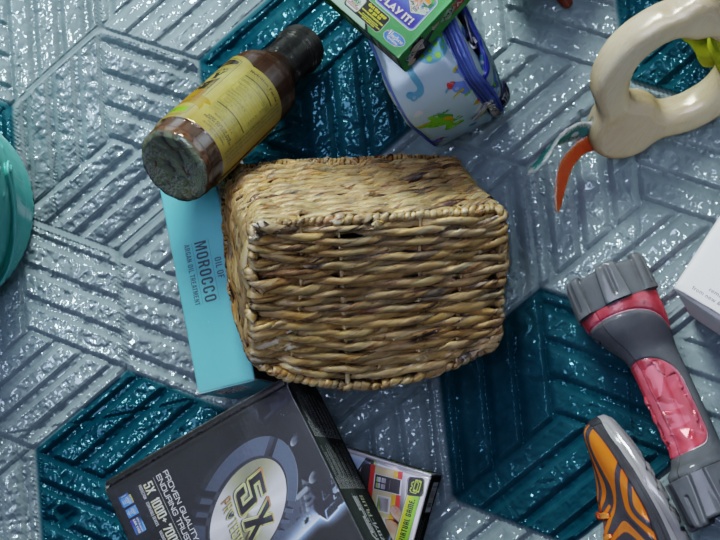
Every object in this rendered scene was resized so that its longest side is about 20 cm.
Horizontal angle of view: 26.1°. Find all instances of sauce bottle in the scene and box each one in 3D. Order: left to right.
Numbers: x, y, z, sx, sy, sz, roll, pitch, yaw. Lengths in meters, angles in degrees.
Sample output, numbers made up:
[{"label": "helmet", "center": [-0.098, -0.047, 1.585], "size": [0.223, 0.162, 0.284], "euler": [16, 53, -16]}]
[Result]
[{"label": "sauce bottle", "center": [-0.092, -0.127, 1.194], "size": [0.064, 0.200, 0.065], "euler": [16, 129, 21]}]

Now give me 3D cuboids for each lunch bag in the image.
[{"label": "lunch bag", "center": [0.037, -0.200, 1.174], "size": [0.082, 0.161, 0.201], "euler": [-26, 76, 10]}]

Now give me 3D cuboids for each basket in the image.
[{"label": "basket", "center": [0.000, 0.000, 1.168], "size": [0.199, 0.149, 0.144], "euler": [-5, 111, -12]}]

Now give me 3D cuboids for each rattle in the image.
[{"label": "rattle", "center": [0.195, -0.159, 1.177], "size": [0.200, 0.130, 0.143], "euler": [-43, 61, 33]}]

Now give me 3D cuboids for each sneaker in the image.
[{"label": "sneaker", "center": [0.184, 0.212, 1.122], "size": [0.112, 0.078, 0.201], "euler": [-27, 77, 9]}]

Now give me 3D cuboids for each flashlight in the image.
[{"label": "flashlight", "center": [0.217, 0.089, 1.133], "size": [0.067, 0.068, 0.201], "euler": [-22, 75, 0]}]

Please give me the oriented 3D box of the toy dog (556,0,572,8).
[{"label": "toy dog", "center": [0.172, -0.275, 1.179], "size": [0.200, 0.096, 0.132], "euler": [-34, 32, 37]}]

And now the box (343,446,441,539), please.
[{"label": "box", "center": [-0.018, 0.239, 1.195], "size": [0.109, 0.035, 0.201], "euler": [14, 86, 17]}]

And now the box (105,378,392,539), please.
[{"label": "box", "center": [-0.069, 0.207, 1.149], "size": [0.163, 0.086, 0.201], "euler": [-29, 76, 9]}]

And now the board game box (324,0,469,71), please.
[{"label": "board game box", "center": [0.004, -0.254, 1.097], "size": [0.200, 0.029, 0.135], "euler": [43, 90, 17]}]

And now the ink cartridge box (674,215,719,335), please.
[{"label": "ink cartridge box", "center": [0.310, -0.040, 1.087], "size": [0.085, 0.146, 0.201], "euler": [35, 92, 18]}]

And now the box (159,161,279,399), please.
[{"label": "box", "center": [-0.111, -0.002, 1.228], "size": [0.049, 0.082, 0.201], "euler": [-14, 79, 14]}]

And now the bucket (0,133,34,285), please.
[{"label": "bucket", "center": [-0.369, -0.056, 1.264], "size": [0.206, 0.135, 0.209], "euler": [-1, 83, 7]}]
